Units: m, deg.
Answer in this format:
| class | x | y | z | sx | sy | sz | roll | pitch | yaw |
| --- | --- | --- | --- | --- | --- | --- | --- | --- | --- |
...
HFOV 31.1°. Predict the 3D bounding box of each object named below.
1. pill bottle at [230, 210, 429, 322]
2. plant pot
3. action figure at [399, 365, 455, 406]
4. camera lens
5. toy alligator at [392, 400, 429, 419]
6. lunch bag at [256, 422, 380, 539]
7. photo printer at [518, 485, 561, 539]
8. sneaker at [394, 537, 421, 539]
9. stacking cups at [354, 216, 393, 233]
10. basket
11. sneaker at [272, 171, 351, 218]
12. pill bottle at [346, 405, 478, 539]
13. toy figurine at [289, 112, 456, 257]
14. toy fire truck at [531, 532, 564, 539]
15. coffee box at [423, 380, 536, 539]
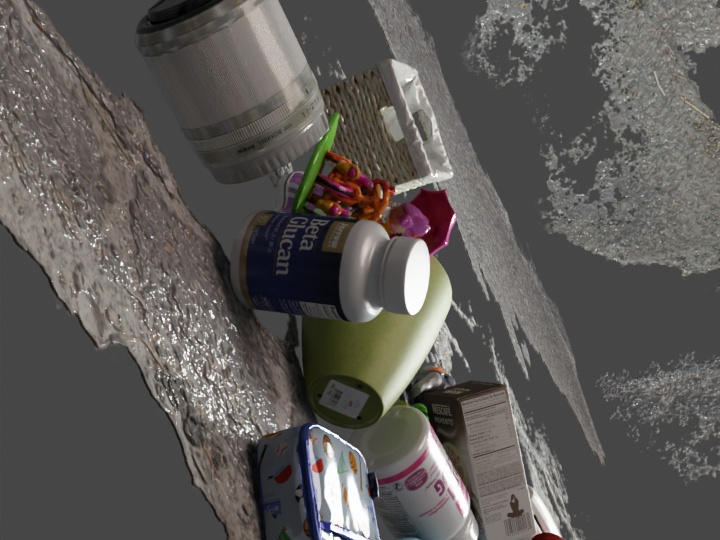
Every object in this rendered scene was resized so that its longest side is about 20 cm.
| class | x | y | z | sx | sy | sz | roll | pitch | yaw |
| --- | --- | --- | --- | --- | --- | --- | --- | --- | --- |
| pill bottle | -0.031 | -0.003 | 1.405 | 0.111 | 0.199 | 0.112 | 6 | 90 | -69 |
| plant pot | 0.002 | 0.086 | 1.561 | 0.188 | 0.186 | 0.201 | 60 | 31 | -33 |
| action figure | 0.134 | 0.225 | 1.939 | 0.194 | 0.104 | 0.200 | 63 | 3 | 35 |
| camera lens | -0.140 | -0.217 | 1.415 | 0.160 | 0.159 | 0.201 | -83 | 150 | -62 |
| toy alligator | 0.071 | 0.234 | 1.776 | 0.200 | 0.054 | 0.060 | -82 | 148 | -62 |
| lunch bag | -0.036 | 0.252 | 1.344 | 0.200 | 0.075 | 0.161 | 42 | 33 | -60 |
| photo printer | 0.230 | 0.389 | 1.966 | 0.200 | 0.069 | 0.167 | 12 | -49 | 62 |
| sneaker | 0.098 | 0.416 | 1.583 | 0.199 | 0.079 | 0.131 | 30 | 39 | -39 |
| stacking cups | 0.000 | 0.000 | 1.672 | 0.201 | 0.060 | 0.061 | 108 | -20 | -47 |
| basket | 0.032 | -0.214 | 2.067 | 0.200 | 0.160 | 0.199 | -16 | 85 | -77 |
| sneaker | -0.050 | -0.085 | 1.675 | 0.073 | 0.114 | 0.201 | 61 | 15 | -24 |
| pill bottle | 0.070 | 0.275 | 1.625 | 0.114 | 0.113 | 0.201 | -91 | 156 | -53 |
| toy figurine | 0.023 | -0.078 | 1.492 | 0.200 | 0.183 | 0.151 | -85 | -161 | -86 |
| toy fire truck | 0.242 | 0.479 | 1.844 | 0.112 | 0.199 | 0.169 | -40 | 106 | -53 |
| coffee box | 0.159 | 0.255 | 1.730 | 0.114 | 0.079 | 0.202 | 172 | -95 | -69 |
